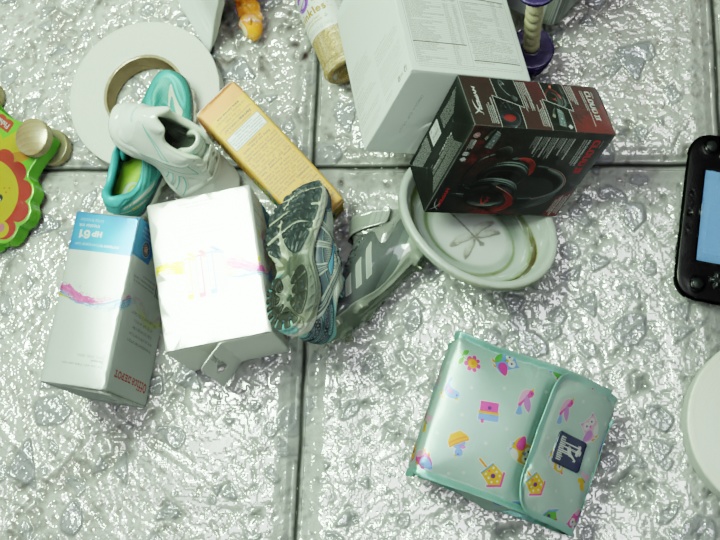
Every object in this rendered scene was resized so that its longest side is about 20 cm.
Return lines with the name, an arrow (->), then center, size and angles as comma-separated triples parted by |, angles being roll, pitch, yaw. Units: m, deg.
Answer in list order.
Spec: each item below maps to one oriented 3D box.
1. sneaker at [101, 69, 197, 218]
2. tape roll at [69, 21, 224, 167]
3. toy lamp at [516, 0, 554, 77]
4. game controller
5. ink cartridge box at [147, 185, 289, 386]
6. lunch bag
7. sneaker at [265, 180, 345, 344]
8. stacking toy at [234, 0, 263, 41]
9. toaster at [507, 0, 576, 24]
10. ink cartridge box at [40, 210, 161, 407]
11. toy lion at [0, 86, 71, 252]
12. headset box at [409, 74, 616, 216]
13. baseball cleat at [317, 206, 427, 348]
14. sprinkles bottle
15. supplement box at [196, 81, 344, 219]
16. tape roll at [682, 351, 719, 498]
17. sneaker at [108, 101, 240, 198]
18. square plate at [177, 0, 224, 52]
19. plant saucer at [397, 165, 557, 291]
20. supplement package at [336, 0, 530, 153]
sneaker -> -0.256, -0.153, 1.276 | 0.077, 0.080, 0.202 | 16, 78, 10
tape roll -> -0.272, -0.220, 1.354 | 0.200, 0.037, 0.205 | -1, 76, 6
toy lamp -> 0.201, -0.282, 1.226 | 0.058, 0.200, 0.059 | -2, 77, 7
game controller -> 0.422, -0.057, 1.223 | 0.103, 0.042, 0.202 | 8, 77, 9
ink cartridge box -> -0.161, 0.025, 1.230 | 0.124, 0.129, 0.202 | -12, 75, 4
lunch bag -> 0.168, 0.180, 1.154 | 0.198, 0.122, 0.172 | 20, 76, 3
sneaker -> -0.057, -0.007, 1.194 | 0.077, 0.086, 0.202 | -17, 54, 33
stacking toy -> -0.157, -0.395, 1.363 | 0.109, 0.116, 0.202 | -10, 89, -4
toaster -> 0.215, -0.417, 1.285 | 0.180, 0.119, 0.200 | 33, 63, 14
ink cartridge box -> -0.290, 0.050, 1.230 | 0.084, 0.145, 0.202 | 6, 76, 8
toy lion -> -0.481, -0.130, 1.350 | 0.199, 0.069, 0.192 | 36, 90, 15
headset box -> 0.176, -0.135, 1.182 | 0.198, 0.149, 0.076 | 1, 55, -23
baseball cleat -> 0.000, 0.000, 1.255 | 0.200, 0.070, 0.106 | -39, 68, -14
sprinkles bottle -> -0.048, -0.338, 1.340 | 0.068, 0.068, 0.202 | -23, 74, 1
supplement box -> -0.107, -0.131, 1.278 | 0.069, 0.067, 0.200 | -45, 85, -4
tape roll -> 0.457, 0.171, 1.154 | 0.200, 0.037, 0.205 | -2, 75, 7
sneaker -> -0.202, -0.133, 1.242 | 0.080, 0.200, 0.071 | 2, 70, 36
square plate -> -0.211, -0.412, 1.325 | 0.028, 0.200, 0.199 | -23, 72, -26
plant saucer -> 0.130, -0.049, 1.227 | 0.198, 0.050, 0.202 | 12, 50, -15
supplement package -> 0.078, -0.260, 1.220 | 0.149, 0.152, 0.202 | 0, 62, -22
